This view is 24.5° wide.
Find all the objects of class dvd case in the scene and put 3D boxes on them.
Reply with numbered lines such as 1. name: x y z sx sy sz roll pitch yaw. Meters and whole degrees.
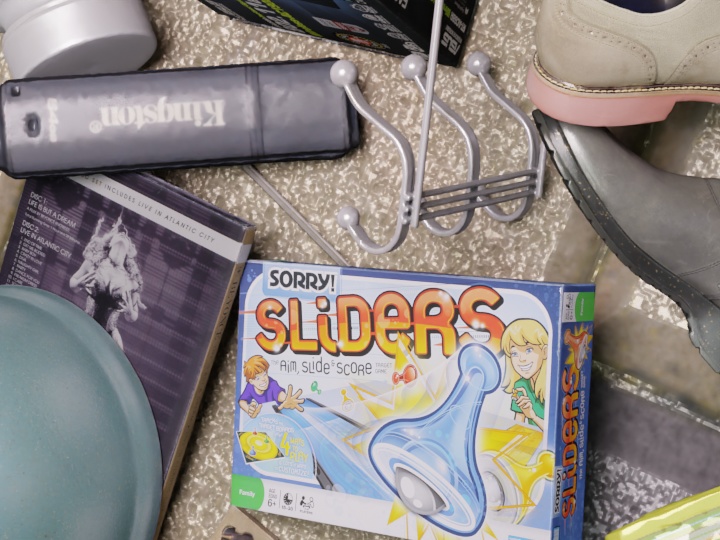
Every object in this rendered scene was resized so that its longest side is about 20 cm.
1. dvd case: -0.148 0.038 0.934 0.148 0.016 0.201 26 107 25

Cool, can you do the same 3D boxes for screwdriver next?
1. screwdriver: 0.000 0.000 0.902 0.029 0.028 0.200 -39 69 -3

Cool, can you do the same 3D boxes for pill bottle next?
1. pill bottle: -0.185 -0.203 0.931 0.111 0.111 0.201 -24 79 17

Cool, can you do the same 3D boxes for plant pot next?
1. plant pot: -0.227 0.115 0.899 0.199 0.134 0.201 3 97 28

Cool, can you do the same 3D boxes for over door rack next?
1. over door rack: 0.055 -0.115 0.799 0.066 0.148 0.201 25 111 26

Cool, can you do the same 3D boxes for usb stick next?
1. usb stick: -0.099 -0.082 0.896 0.199 0.033 0.056 -4 101 -4

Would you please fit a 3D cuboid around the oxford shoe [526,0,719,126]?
1. oxford shoe: 0.176 -0.120 0.773 0.199 0.074 0.071 -14 42 -16

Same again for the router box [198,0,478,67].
1. router box: -0.037 -0.165 0.825 0.149 0.200 0.062 16 88 21

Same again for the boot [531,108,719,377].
1. boot: 0.186 -0.036 0.802 0.131 0.068 0.200 -41 95 11

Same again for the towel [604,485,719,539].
1. towel: 0.188 0.199 0.763 0.086 0.018 0.201 -23 78 9

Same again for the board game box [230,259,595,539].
1. board game box: 0.022 0.067 0.851 0.199 0.034 0.136 4 92 36

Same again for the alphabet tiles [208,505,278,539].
1. alphabet tiles: -0.087 0.240 0.928 0.167 0.008 0.200 37 99 18
